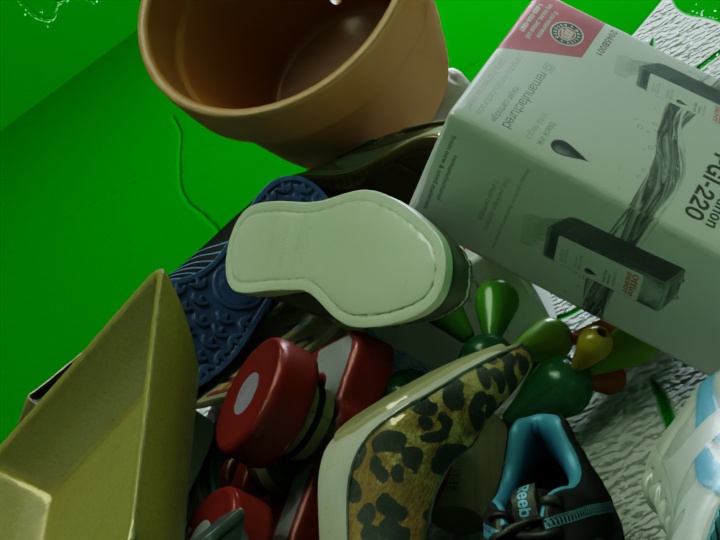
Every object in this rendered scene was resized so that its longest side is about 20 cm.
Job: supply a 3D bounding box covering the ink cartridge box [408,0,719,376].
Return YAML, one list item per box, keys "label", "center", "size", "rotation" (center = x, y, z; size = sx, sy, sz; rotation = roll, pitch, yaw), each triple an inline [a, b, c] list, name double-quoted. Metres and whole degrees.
- label: "ink cartridge box"
  center: [0.149, -0.047, 0.929]
  size: [0.146, 0.200, 0.085]
  rotation: [-54, -10, -45]

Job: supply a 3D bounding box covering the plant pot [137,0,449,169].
- label: "plant pot"
  center: [-0.028, -0.155, 1.146]
  size: [0.200, 0.140, 0.201]
  rotation: [-13, 59, 22]

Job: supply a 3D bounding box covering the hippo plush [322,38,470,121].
- label: "hippo plush"
  center: [0.010, -0.055, 1.221]
  size: [0.161, 0.200, 0.159]
  rotation: [-53, 4, -28]

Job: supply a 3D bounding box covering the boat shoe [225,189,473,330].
- label: "boat shoe"
  center: [0.001, -0.003, 0.934]
  size: [0.202, 0.060, 0.072]
  rotation: [7, 83, 55]

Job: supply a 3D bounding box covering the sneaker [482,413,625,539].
- label: "sneaker"
  center: [0.073, 0.144, 0.757]
  size: [0.073, 0.082, 0.200]
  rotation: [-12, 27, 16]

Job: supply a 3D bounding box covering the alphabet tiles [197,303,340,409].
- label: "alphabet tiles"
  center: [-0.074, 0.046, 1.063]
  size: [0.200, 0.006, 0.166]
  rotation: [-17, 17, 43]

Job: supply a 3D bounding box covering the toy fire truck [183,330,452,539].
- label: "toy fire truck"
  center: [-0.047, 0.133, 0.905]
  size: [0.168, 0.112, 0.200]
  rotation: [-28, 39, 56]

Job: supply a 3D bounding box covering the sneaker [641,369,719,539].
- label: "sneaker"
  center: [0.164, 0.106, 0.747]
  size: [0.081, 0.077, 0.200]
  rotation: [-30, 11, 35]

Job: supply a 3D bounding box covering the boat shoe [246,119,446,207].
- label: "boat shoe"
  center: [0.010, -0.047, 1.109]
  size: [0.200, 0.074, 0.066]
  rotation: [-15, 13, 39]

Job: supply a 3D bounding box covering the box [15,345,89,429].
- label: "box"
  center: [-0.200, 0.128, 1.131]
  size: [0.200, 0.021, 0.163]
  rotation: [-63, -9, 29]

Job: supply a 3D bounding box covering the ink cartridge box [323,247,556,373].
- label: "ink cartridge box"
  center: [0.022, 0.034, 1.114]
  size: [0.200, 0.084, 0.145]
  rotation: [-30, 19, 12]

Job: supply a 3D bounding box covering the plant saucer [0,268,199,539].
- label: "plant saucer"
  center: [-0.146, 0.130, 0.902]
  size: [0.200, 0.048, 0.200]
  rotation: [-45, 29, 32]

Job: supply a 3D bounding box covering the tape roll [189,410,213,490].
- label: "tape roll"
  center: [-0.164, 0.166, 1.064]
  size: [0.203, 0.037, 0.203]
  rotation: [-51, 10, 12]

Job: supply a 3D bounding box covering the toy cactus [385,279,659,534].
- label: "toy cactus"
  center: [0.070, 0.064, 0.954]
  size: [0.199, 0.102, 0.165]
  rotation: [0, 51, 18]

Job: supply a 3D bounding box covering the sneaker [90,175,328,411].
- label: "sneaker"
  center: [-0.093, 0.026, 1.045]
  size: [0.200, 0.070, 0.078]
  rotation: [-44, -5, -30]

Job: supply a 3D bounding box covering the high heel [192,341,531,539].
- label: "high heel"
  center: [0.033, 0.133, 0.805]
  size: [0.200, 0.143, 0.071]
  rotation: [-34, 0, -22]

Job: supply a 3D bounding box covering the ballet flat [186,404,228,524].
- label: "ballet flat"
  center: [-0.084, 0.138, 1.085]
  size: [0.067, 0.068, 0.200]
  rotation: [-48, 10, 17]
